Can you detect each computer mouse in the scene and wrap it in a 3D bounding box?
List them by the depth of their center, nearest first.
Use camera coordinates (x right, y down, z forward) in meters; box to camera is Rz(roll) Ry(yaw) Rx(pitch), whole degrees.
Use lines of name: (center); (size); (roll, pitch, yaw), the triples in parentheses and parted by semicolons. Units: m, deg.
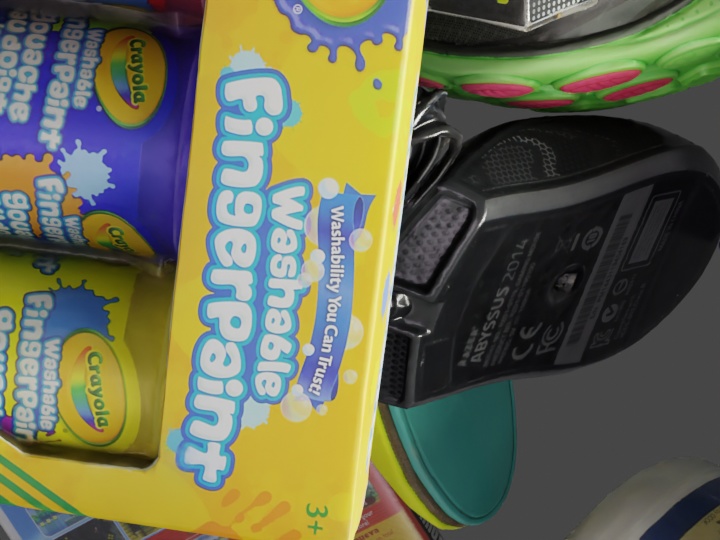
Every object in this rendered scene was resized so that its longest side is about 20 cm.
computer mouse: (0.038, -0.012, 0.859); (0.053, 0.199, 0.139); (41, 121, 33)

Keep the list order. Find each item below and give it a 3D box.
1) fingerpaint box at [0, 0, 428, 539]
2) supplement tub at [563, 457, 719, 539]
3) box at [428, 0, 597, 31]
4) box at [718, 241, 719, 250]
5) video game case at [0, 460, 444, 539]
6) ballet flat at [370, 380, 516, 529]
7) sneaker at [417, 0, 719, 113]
fingerpaint box: (-0.069, -0.039, 0.724); (0.166, 0.073, 0.202); (8, 103, 3)
supplement tub: (0.143, 0.170, 0.881); (0.200, 0.144, 0.145); (36, 117, 24)
box: (-0.002, -0.184, 0.822); (0.159, 0.044, 0.201); (13, 115, 33)
box: (0.176, 0.035, 0.819); (0.032, 0.201, 0.121); (-4, 145, -23)
video game case: (-0.036, 0.119, 1.001); (0.142, 0.017, 0.201); (-28, 104, 21)
ballet flat: (0.000, 0.000, 0.919); (0.067, 0.067, 0.201); (13, 136, 39)
sneaker: (0.096, -0.104, 0.864); (0.199, 0.077, 0.084); (-18, 77, 22)
